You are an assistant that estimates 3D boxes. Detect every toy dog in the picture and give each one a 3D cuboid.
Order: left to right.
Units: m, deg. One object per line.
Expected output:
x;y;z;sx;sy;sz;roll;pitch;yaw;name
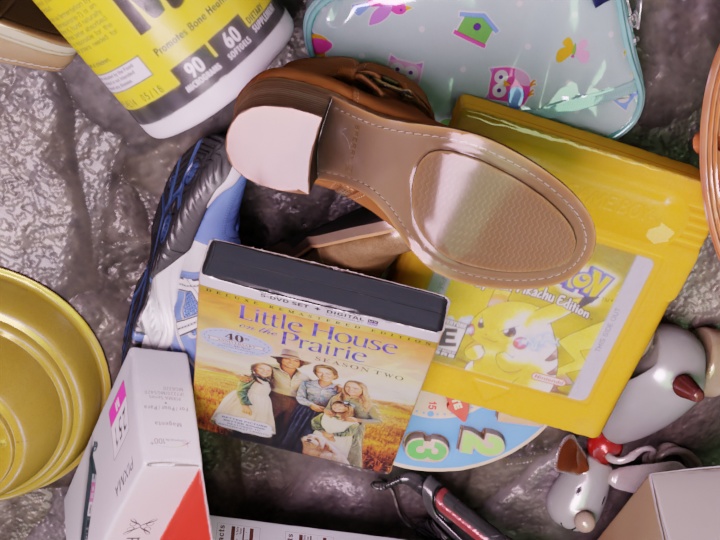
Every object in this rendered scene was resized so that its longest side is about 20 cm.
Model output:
0.202;0.117;0.894;0.132;0.096;0.200;-1;116;-2;toy dog

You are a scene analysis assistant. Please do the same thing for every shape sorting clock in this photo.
0.057;0.061;0.892;0.200;0.039;0.200;-1;116;-2;shape sorting clock

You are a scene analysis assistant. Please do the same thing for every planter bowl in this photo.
-0.281;0.101;0.871;0.200;0.083;0.201;-1;116;-2;planter bowl

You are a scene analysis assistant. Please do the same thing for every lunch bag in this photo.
0.075;-0.133;0.772;0.200;0.077;0.161;-16;116;11;lunch bag

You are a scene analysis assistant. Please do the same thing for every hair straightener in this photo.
0.087;0.222;0.934;0.200;0.041;0.077;34;132;10;hair straightener

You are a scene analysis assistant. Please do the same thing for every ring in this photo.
0.261;-0.071;0.778;0.019;0.200;0.201;3;128;46;ring

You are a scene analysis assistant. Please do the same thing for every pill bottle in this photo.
-0.140;-0.185;0.718;0.114;0.114;0.200;-34;113;13;pill bottle

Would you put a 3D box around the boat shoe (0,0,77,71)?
-0.267;-0.159;0.756;0.200;0.074;0.066;19;127;-10;boat shoe

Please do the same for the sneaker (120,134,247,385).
-0.105;-0.004;0.840;0.077;0.076;0.200;13;125;-16;sneaker

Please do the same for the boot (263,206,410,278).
0.000;0.000;0.777;0.074;0.200;0.076;-21;90;-26;boot

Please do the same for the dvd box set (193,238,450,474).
-0.033;0.062;0.792;0.146;0.029;0.200;14;146;-1;dvd box set

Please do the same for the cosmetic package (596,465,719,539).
0.232;0.213;0.902;0.105;0.071;0.200;-2;148;-11;cosmetic package

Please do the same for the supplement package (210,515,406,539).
-0.046;0.300;0.917;0.200;0.147;0.191;9;136;-7;supplement package

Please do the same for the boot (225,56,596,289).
0.031;-0.067;0.676;0.200;0.155;0.074;23;111;-2;boot

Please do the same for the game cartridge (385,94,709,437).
0.110;0.004;0.791;0.176;0.032;0.200;16;121;-8;game cartridge

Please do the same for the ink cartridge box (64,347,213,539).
-0.153;0.180;0.836;0.043;0.174;0.200;7;137;-24;ink cartridge box
